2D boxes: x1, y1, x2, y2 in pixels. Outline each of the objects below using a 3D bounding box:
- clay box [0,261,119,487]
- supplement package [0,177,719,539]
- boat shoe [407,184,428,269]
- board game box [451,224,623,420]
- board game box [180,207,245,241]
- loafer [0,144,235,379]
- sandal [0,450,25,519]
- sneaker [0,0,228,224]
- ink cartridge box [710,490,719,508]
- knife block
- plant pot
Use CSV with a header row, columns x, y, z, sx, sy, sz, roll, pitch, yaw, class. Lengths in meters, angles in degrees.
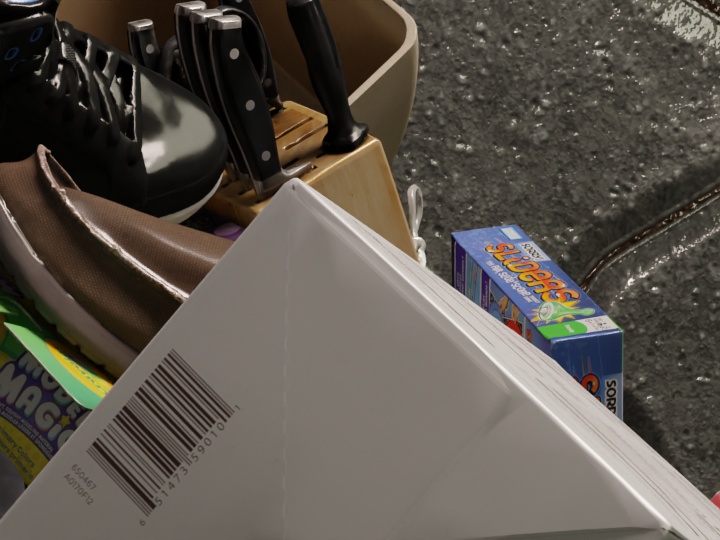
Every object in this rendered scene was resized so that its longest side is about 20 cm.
x,y,z,sx,sy,sz,roll,pitch,yaw,class
-0.085,0.056,0.977,0.115,0.048,0.200,43,6,34,clay box
0.021,0.101,0.780,0.151,0.152,0.200,43,5,29,supplement package
0.000,-0.001,1.212,0.202,0.086,0.075,44,6,6,boat shoe
0.077,0.096,1.230,0.135,0.034,0.201,-129,-146,-63,board game box
-0.043,0.035,1.081,0.200,0.032,0.120,27,-42,52,board game box
-0.041,0.018,0.933,0.200,0.071,0.073,39,5,-9,loafer
-0.158,0.020,0.739,0.200,0.043,0.076,37,6,-41,sandal
-0.109,-0.067,0.944,0.199,0.112,0.073,10,60,-35,sneaker
0.178,0.211,1.109,0.084,0.144,0.200,34,8,-49,ink cartridge box
-0.020,-0.016,1.086,0.200,0.064,0.176,53,-23,13,knife block
-0.090,-0.079,1.429,0.200,0.200,0.177,43,-7,22,plant pot
